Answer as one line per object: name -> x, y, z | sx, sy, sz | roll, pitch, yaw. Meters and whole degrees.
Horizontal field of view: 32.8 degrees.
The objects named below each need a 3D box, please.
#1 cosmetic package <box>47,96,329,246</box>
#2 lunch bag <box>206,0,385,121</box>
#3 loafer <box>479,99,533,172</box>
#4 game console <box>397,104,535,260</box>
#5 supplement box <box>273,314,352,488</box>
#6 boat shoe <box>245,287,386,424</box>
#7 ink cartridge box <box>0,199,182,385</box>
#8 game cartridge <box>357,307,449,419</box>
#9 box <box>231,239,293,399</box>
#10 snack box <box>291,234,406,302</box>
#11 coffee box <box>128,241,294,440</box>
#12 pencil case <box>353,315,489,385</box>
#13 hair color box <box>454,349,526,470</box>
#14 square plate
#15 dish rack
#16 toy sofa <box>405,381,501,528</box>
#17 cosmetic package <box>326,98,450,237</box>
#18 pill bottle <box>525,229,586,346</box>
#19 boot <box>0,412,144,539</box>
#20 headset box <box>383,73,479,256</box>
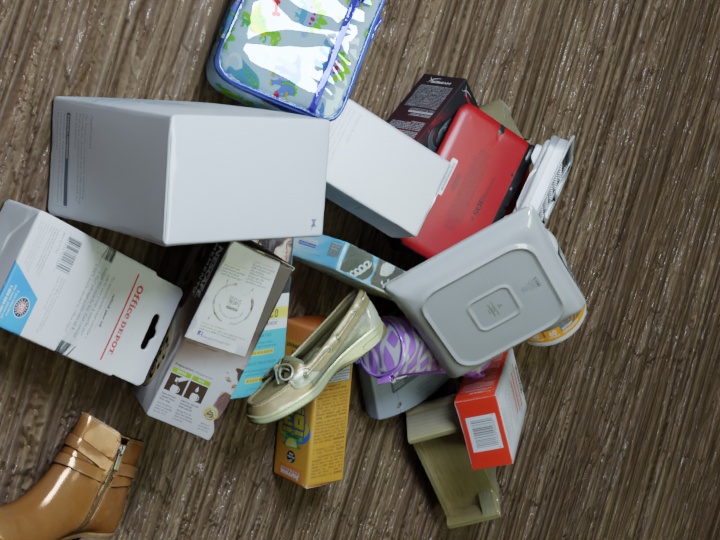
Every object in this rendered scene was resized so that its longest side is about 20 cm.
cosmetic package -> -0.169, -0.102, 1.206 | 0.198, 0.199, 0.124 | -5, 105, -46
lunch bag -> -0.063, -0.263, 1.313 | 0.160, 0.082, 0.202 | 25, 80, -15
loafer -> 0.210, -0.153, 1.685 | 0.068, 0.076, 0.201 | -48, 132, -18
game console -> 0.135, -0.080, 1.559 | 0.171, 0.119, 0.201 | 31, 76, -17
supplement box -> -0.057, 0.160, 1.499 | 0.068, 0.066, 0.202 | -8, 106, -45
boat shoe -> -0.058, 0.100, 1.400 | 0.200, 0.073, 0.064 | -36, 110, -20
ink cartridge box -> -0.284, 0.027, 1.217 | 0.200, 0.067, 0.117 | 34, 77, -46
game cartridge -> 0.072, 0.110, 1.644 | 0.199, 0.041, 0.134 | -31, 126, -37
box -> -0.126, 0.040, 1.402 | 0.082, 0.049, 0.202 | -6, 106, -46
snack box -> 0.000, 0.000, 1.475 | 0.199, 0.116, 0.037 | 26, 84, -47
coffee box -> -0.160, 0.060, 1.290 | 0.079, 0.113, 0.202 | 25, 92, -24
pencil case -> 0.086, 0.100, 1.567 | 0.199, 0.084, 0.086 | 0, 67, -45
hair color box -> 0.182, 0.184, 1.679 | 0.200, 0.061, 0.103 | -49, 125, -70
square plate -> 0.156, 0.036, 1.464 | 0.197, 0.029, 0.200 | -29, 132, 9
dish rack -> 0.217, -0.084, 1.541 | 0.173, 0.043, 0.200 | -64, 170, -3
toy sofa -> 0.130, 0.259, 1.714 | 0.098, 0.082, 0.201 | -90, 160, -52
cosmetic package -> -0.007, -0.127, 1.403 | 0.199, 0.074, 0.102 | 32, 78, -19
pill bottle -> 0.238, 0.006, 1.730 | 0.117, 0.116, 0.201 | -54, 134, -21
boot -> -0.311, 0.217, 1.243 | 0.200, 0.073, 0.156 | 38, 74, -58
headset box -> 0.081, -0.126, 1.556 | 0.201, 0.077, 0.149 | -52, 133, -25
